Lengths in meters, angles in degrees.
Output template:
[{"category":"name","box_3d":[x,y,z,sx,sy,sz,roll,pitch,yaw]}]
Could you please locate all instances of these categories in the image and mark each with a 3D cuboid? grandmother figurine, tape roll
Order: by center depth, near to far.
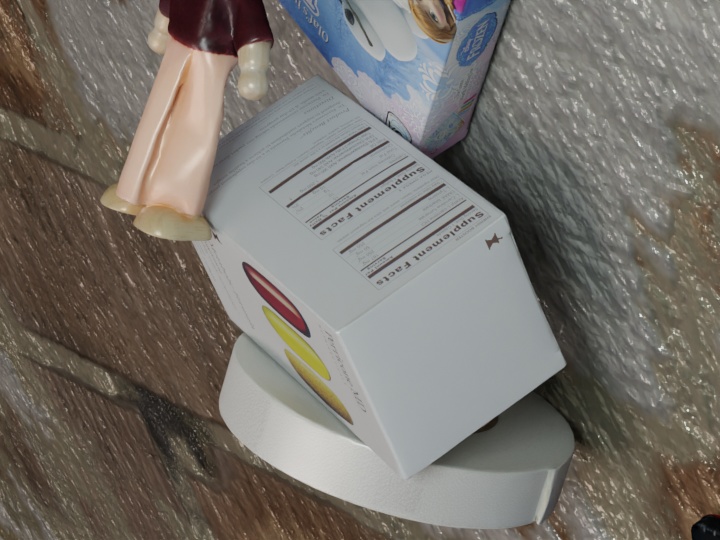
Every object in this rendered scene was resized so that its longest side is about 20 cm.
[{"category":"grandmother figurine","box_3d":[-0.081,-0.118,1.557,0.121,0.060,0.201,26,108,44]},{"category":"tape roll","box_3d":[0.021,0.083,1.674,0.203,0.202,0.037,35,115,46]}]

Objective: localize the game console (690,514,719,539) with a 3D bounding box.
[{"category":"game console","box_3d":[0.218,0.243,1.541,0.200,0.118,0.173,20,138,59]}]

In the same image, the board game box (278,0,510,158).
[{"category":"board game box","box_3d":[-0.004,-0.179,1.555,0.200,0.043,0.199,51,160,16]}]

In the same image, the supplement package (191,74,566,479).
[{"category":"supplement package","box_3d":[0.000,0.000,1.596,0.200,0.109,0.114,39,160,51]}]
